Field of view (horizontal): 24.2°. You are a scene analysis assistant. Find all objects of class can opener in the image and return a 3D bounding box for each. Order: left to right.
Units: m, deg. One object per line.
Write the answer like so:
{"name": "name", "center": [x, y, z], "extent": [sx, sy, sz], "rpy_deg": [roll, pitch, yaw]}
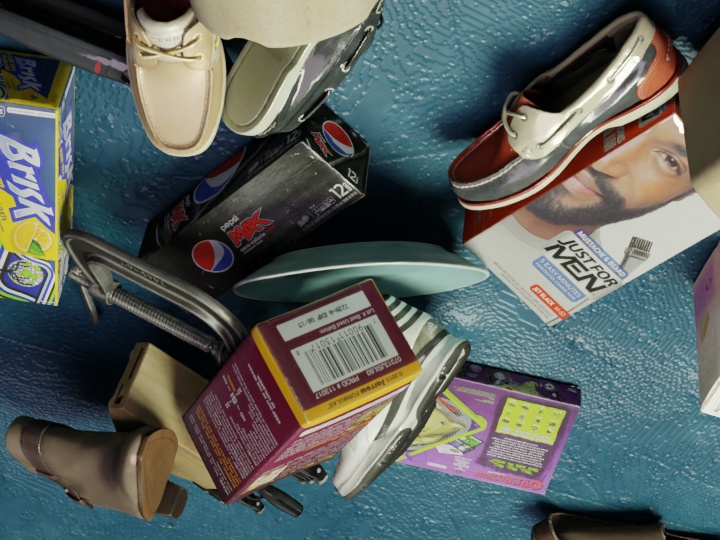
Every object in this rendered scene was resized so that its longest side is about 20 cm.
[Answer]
{"name": "can opener", "center": [-0.183, -0.161, 1.233], "extent": [0.200, 0.063, 0.079], "rpy_deg": [19, 130, -9]}

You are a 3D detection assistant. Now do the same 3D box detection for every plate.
{"name": "plate", "center": [0.000, 0.000, 1.309], "extent": [0.200, 0.026, 0.200], "rpy_deg": [-3, 171, -1]}

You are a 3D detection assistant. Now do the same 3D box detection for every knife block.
{"name": "knife block", "center": [-0.116, 0.147, 1.448], "extent": [0.175, 0.064, 0.200], "rpy_deg": [17, 156, 7]}

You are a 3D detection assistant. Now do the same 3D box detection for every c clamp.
{"name": "c clamp", "center": [-0.162, 0.027, 1.338], "extent": [0.200, 0.027, 0.171], "rpy_deg": [24, 156, 26]}

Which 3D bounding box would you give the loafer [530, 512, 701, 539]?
{"name": "loafer", "center": [0.253, 0.253, 1.538], "extent": [0.200, 0.073, 0.071], "rpy_deg": [14, 121, -12]}

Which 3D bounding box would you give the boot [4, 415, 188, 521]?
{"name": "boot", "center": [-0.224, 0.155, 1.388], "extent": [0.146, 0.070, 0.200], "rpy_deg": [19, 157, 11]}

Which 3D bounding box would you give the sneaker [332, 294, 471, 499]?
{"name": "sneaker", "center": [0.003, 0.096, 1.406], "extent": [0.115, 0.076, 0.201], "rpy_deg": [39, 126, 12]}

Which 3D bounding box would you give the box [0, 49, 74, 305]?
{"name": "box", "center": [-0.261, -0.070, 1.316], "extent": [0.064, 0.070, 0.200], "rpy_deg": [7, 131, -2]}

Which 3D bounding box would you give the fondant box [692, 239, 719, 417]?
{"name": "fondant box", "center": [0.363, 0.068, 1.306], "extent": [0.200, 0.144, 0.058], "rpy_deg": [17, 132, -8]}

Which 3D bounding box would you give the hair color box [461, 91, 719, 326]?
{"name": "hair color box", "center": [0.188, -0.051, 1.280], "extent": [0.200, 0.064, 0.111], "rpy_deg": [-34, 118, 29]}

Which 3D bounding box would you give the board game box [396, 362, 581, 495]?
{"name": "board game box", "center": [0.081, 0.130, 1.473], "extent": [0.200, 0.032, 0.120], "rpy_deg": [13, 127, -3]}

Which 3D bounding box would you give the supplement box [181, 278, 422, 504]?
{"name": "supplement box", "center": [-0.050, 0.098, 1.310], "extent": [0.110, 0.086, 0.200], "rpy_deg": [-21, 165, -31]}

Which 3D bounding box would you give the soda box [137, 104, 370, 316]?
{"name": "soda box", "center": [-0.087, -0.048, 1.317], "extent": [0.200, 0.063, 0.071], "rpy_deg": [-35, 118, 31]}

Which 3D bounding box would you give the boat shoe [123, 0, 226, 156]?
{"name": "boat shoe", "center": [-0.133, -0.174, 1.162], "extent": [0.074, 0.069, 0.200], "rpy_deg": [-2, 104, 3]}

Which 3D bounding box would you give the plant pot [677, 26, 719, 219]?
{"name": "plant pot", "center": [0.326, -0.097, 1.128], "extent": [0.177, 0.200, 0.200], "rpy_deg": [-32, 120, 28]}

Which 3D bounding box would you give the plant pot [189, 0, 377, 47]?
{"name": "plant pot", "center": [-0.056, -0.250, 1.052], "extent": [0.200, 0.201, 0.184], "rpy_deg": [0, 133, 8]}

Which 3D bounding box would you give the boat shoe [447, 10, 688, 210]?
{"name": "boat shoe", "center": [0.140, -0.116, 1.221], "extent": [0.200, 0.071, 0.063], "rpy_deg": [-32, 135, 23]}

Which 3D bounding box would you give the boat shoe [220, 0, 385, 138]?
{"name": "boat shoe", "center": [-0.020, -0.175, 1.196], "extent": [0.066, 0.075, 0.199], "rpy_deg": [13, 116, -52]}
